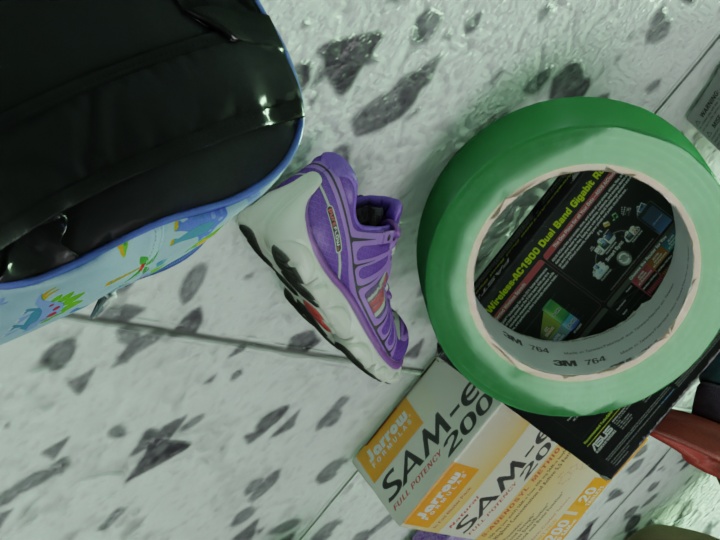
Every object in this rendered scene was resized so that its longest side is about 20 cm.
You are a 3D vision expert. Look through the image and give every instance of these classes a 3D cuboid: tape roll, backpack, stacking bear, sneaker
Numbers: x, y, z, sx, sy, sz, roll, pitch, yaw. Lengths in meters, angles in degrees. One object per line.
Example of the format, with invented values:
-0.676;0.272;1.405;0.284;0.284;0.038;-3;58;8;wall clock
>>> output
0.135;-0.007;1.216;0.198;0.048;0.202;-3;116;-6;tape roll
-0.139;-0.066;0.777;0.199;0.184;0.147;-21;169;-36;backpack
0.299;0.051;1.357;0.121;0.113;0.201;34;80;-50;stacking bear
0.000;0.000;1.148;0.083;0.081;0.200;-44;152;-8;sneaker

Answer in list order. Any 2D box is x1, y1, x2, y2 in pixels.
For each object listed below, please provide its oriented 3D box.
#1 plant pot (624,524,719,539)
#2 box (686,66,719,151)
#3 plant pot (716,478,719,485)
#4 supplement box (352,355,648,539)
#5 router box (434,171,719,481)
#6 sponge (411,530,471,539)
0.307;0.334;1.940;0.199;0.135;0.201;-31;150;-21;plant pot
0.346;-0.121;1.390;0.199;0.101;0.113;-7;136;-47;box
0.404;0.172;1.822;0.187;0.187;0.200;-47;137;10;plant pot
0.107;0.133;1.441;0.199;0.074;0.126;17;117;-48;supplement box
0.167;0.018;1.302;0.201;0.149;0.062;-52;-172;18;router box
0.115;0.185;1.599;0.200;0.030;0.111;-50;151;14;sponge
